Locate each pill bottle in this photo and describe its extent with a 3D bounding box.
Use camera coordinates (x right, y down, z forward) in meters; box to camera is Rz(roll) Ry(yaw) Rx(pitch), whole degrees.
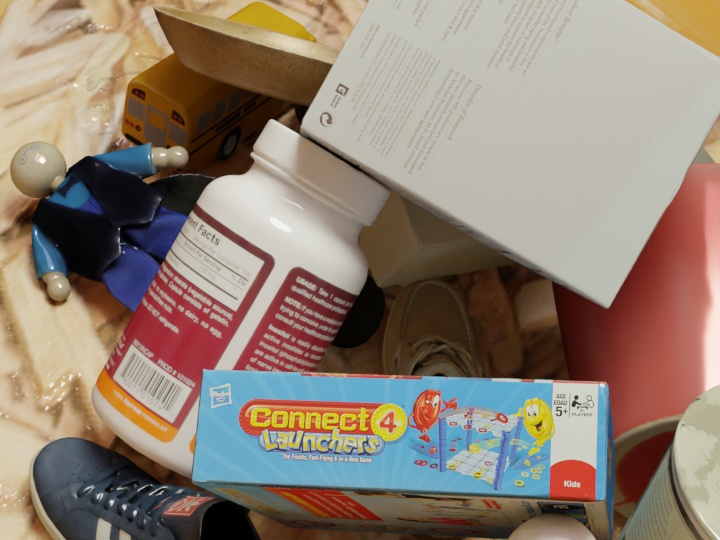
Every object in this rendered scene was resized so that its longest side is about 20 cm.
[{"bbox_3d":[-0.067,0.019,0.842,0.112,0.201,0.113,30,3,-2],"label":"pill bottle"}]

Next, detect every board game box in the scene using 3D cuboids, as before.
[{"bbox_3d":[0.034,0.102,0.742,0.194,0.200,0.056,1,74,11],"label":"board game box"}]

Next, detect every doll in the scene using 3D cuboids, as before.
[{"bbox_3d":[-0.160,-0.031,0.960,0.199,0.049,0.137,31,77,23],"label":"doll"}]

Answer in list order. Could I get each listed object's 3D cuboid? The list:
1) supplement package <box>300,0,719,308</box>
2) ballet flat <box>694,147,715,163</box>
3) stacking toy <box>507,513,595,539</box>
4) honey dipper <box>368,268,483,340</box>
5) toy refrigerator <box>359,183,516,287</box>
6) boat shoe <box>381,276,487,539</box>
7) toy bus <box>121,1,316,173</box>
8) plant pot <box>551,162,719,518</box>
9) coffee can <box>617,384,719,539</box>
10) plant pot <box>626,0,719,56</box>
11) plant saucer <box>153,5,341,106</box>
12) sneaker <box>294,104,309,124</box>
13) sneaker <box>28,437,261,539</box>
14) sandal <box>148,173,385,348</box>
[{"bbox_3d":[0.085,-0.097,0.836,0.199,0.153,0.151,30,2,-4],"label":"supplement package"},{"bbox_3d":[0.247,-0.033,1.043,0.200,0.067,0.064,48,41,-27],"label":"ballet flat"},{"bbox_3d":[0.069,0.190,0.713,0.145,0.201,0.147,8,42,-8],"label":"stacking toy"},{"bbox_3d":[0.000,0.000,1.019,0.199,0.038,0.038,27,43,9],"label":"honey dipper"},{"bbox_3d":[0.093,-0.046,0.989,0.199,0.070,0.076,-10,71,-34],"label":"toy refrigerator"},{"bbox_3d":[0.053,0.076,0.919,0.071,0.065,0.201,7,48,-6],"label":"boat shoe"},{"bbox_3d":[-0.101,-0.149,1.113,0.065,0.079,0.200,31,44,16],"label":"toy bus"},{"bbox_3d":[0.221,0.059,0.919,0.199,0.201,0.178,12,51,-4],"label":"plant pot"},{"bbox_3d":[0.205,0.179,0.767,0.145,0.201,0.147,8,43,-8],"label":"coffee can"},{"bbox_3d":[0.218,-0.209,1.208,0.182,0.201,0.201,31,42,-7],"label":"plant pot"},{"bbox_3d":[-0.053,-0.144,0.996,0.198,0.036,0.200,15,12,-3],"label":"plant saucer"},{"bbox_3d":[0.006,-0.092,1.085,0.075,0.071,0.201,20,33,-28],"label":"sneaker"},{"bbox_3d":[-0.107,0.144,0.795,0.199,0.085,0.075,34,45,19],"label":"sneaker"},{"bbox_3d":[-0.073,-0.014,0.983,0.199,0.045,0.076,27,79,9],"label":"sandal"}]
